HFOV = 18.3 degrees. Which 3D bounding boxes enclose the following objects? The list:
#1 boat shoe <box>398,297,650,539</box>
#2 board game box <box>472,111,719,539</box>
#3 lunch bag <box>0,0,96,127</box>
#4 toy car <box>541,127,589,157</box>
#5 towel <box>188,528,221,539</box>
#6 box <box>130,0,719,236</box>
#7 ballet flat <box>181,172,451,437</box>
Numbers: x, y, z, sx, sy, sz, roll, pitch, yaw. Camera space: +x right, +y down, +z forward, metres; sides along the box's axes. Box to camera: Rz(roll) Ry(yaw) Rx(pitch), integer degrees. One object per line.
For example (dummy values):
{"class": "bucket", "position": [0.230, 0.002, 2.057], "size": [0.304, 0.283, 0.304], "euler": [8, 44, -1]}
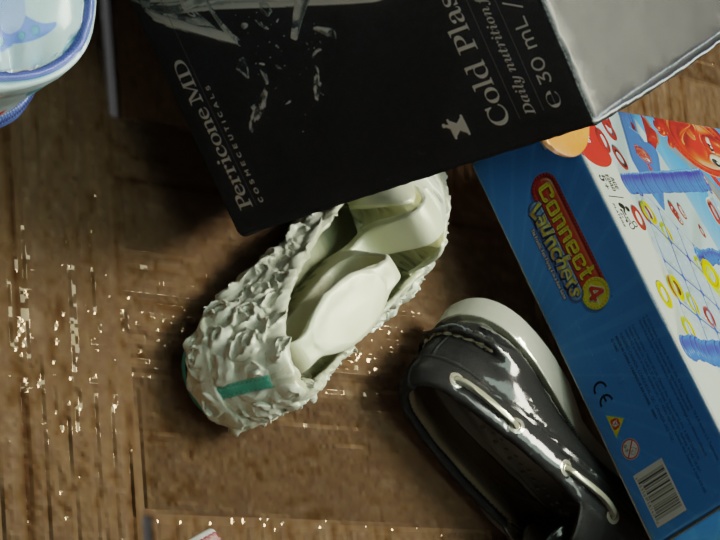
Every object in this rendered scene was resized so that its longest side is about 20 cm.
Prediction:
{"class": "boat shoe", "position": [0.090, 0.106, 1.000], "size": [0.201, 0.074, 0.060], "euler": [54, 46, -13]}
{"class": "board game box", "position": [0.165, 0.025, 1.055], "size": [0.195, 0.056, 0.201], "euler": [2, 57, -52]}
{"class": "lunch bag", "position": [-0.194, -0.123, 0.760], "size": [0.199, 0.082, 0.162], "euler": [-4, 80, -29]}
{"class": "toy car", "position": [0.089, -0.153, 0.979], "size": [0.176, 0.183, 0.202], "euler": [-20, 109, -51]}
{"class": "towel", "position": [-0.067, 0.216, 0.847], "size": [0.144, 0.023, 0.201], "euler": [-26, 94, -44]}
{"class": "box", "position": [0.011, -0.143, 0.858], "size": [0.124, 0.196, 0.201], "euler": [-33, 102, -42]}
{"class": "ballet flat", "position": [0.000, 0.000, 0.952], "size": [0.072, 0.072, 0.200], "euler": [55, 46, -17]}
